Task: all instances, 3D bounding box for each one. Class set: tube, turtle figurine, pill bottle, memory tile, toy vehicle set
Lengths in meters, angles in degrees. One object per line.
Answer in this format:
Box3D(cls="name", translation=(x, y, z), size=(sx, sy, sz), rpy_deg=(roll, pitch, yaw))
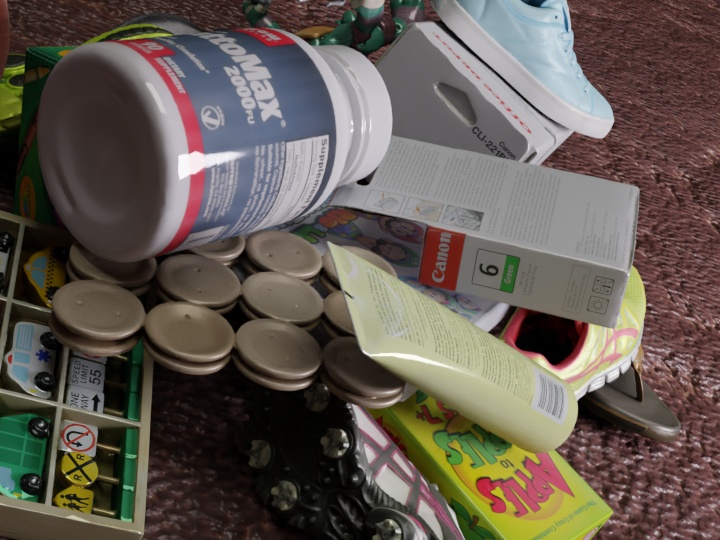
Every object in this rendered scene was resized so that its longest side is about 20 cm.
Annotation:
Box3D(cls="tube", translation=(0.052, 0.051, 0.668), size=(0.058, 0.052, 0.200), rpy_deg=(14, -14, 45))
Box3D(cls="turtle figurine", translation=(-0.033, -0.197, 0.976), size=(0.149, 0.102, 0.200), rpy_deg=(9, 15, 30))
Box3D(cls="pill bottle", translation=(-0.077, -0.082, 0.701), size=(0.120, 0.120, 0.199), rpy_deg=(45, 37, 22))
Box3D(cls="memory tile", translation=(-0.071, 0.015, 0.680), size=(0.199, 0.017, 0.154), rpy_deg=(13, 30, -12))
Box3D(cls="toy vehicle set", translation=(-0.175, 0.053, 0.637), size=(0.124, 0.027, 0.201), rpy_deg=(17, 40, -22))

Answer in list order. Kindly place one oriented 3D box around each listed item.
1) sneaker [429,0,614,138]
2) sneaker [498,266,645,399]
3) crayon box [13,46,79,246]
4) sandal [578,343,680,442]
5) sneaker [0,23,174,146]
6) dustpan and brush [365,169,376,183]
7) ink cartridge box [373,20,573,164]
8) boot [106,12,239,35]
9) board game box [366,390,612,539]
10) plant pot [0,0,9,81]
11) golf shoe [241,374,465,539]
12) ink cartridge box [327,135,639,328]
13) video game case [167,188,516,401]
Box3D(cls="sneaker", translation=(0.156, -0.189, 0.984), size=(0.199, 0.082, 0.074), rpy_deg=(33, 25, -25))
Box3D(cls="sneaker", translation=(0.151, 0.039, 0.835), size=(0.078, 0.091, 0.200), rpy_deg=(23, 44, 24))
Box3D(cls="crayon box", translation=(-0.131, -0.086, 0.786), size=(0.058, 0.120, 0.199), rpy_deg=(25, 25, 33))
Box3D(cls="sandal", translation=(0.188, 0.052, 0.930), size=(0.081, 0.055, 0.201), rpy_deg=(9, 38, -31))
Box3D(cls="sneaker", translation=(-0.206, -0.107, 0.806), size=(0.199, 0.084, 0.074), rpy_deg=(-19, 50, -28))
Box3D(cls="dustpan and brush", translation=(0.029, -0.082, 0.997), size=(0.139, 0.057, 0.200), rpy_deg=(37, 24, -13))
Box3D(cls="ink cartridge box", translation=(0.093, -0.136, 1.006), size=(0.144, 0.084, 0.200), rpy_deg=(46, 21, 5))
Box3D(cls="boot", translation=(-0.110, -0.136, 0.929), size=(0.132, 0.070, 0.199), rpy_deg=(47, 36, 21))
Box3D(cls="board game box", translation=(0.054, 0.109, 0.747), size=(0.200, 0.048, 0.101), rpy_deg=(46, 35, 23))
Box3D(cls="plant pot", translation=(-0.325, -0.189, 0.723), size=(0.200, 0.202, 0.196), rpy_deg=(12, 29, -28))
Box3D(cls="golf shoe", translation=(0.000, 0.127, 0.672), size=(0.088, 0.077, 0.201), rpy_deg=(20, 31, -54))
Box3D(cls="ink cartridge box", translation=(0.084, -0.031, 0.802), size=(0.198, 0.051, 0.109), rpy_deg=(13, 36, 9))
Box3D(cls="video game case", translation=(0.000, 0.000, 0.793), size=(0.181, 0.024, 0.200), rpy_deg=(30, 28, 18))
